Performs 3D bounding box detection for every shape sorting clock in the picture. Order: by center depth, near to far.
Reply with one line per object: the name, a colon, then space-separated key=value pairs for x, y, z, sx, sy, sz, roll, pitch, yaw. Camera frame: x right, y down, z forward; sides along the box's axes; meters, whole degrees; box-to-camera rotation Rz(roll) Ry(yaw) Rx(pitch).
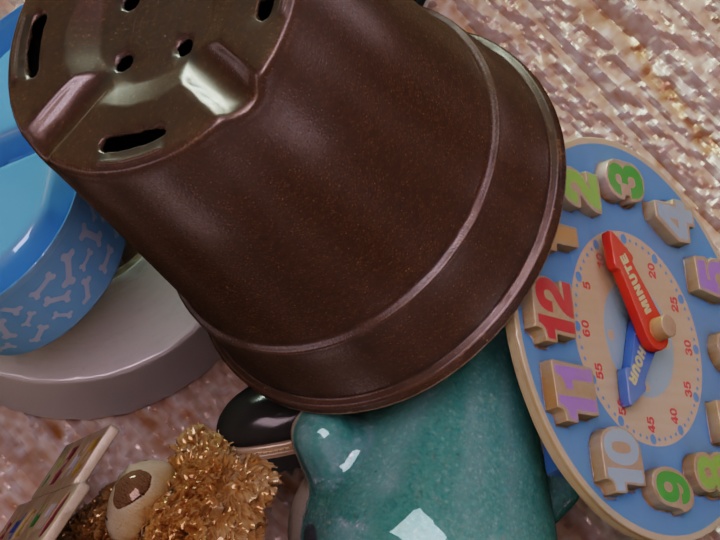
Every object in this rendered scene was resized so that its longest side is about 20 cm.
shape sorting clock: x=0.133 y=0.032 z=1.316 sx=0.039 sy=0.200 sz=0.201 roll=-20 pitch=64 yaw=41

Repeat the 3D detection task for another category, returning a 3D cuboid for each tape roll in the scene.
tape roll: x=-0.144 y=-0.028 z=1.398 sx=0.202 sy=0.071 sz=0.203 roll=-1 pitch=71 yaw=2

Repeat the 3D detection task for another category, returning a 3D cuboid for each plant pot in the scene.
plant pot: x=-0.040 y=-0.067 z=1.220 sx=0.200 sy=0.198 sz=0.201 roll=-16 pitch=56 yaw=25

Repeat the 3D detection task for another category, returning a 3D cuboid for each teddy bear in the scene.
teddy bear: x=-0.110 y=0.123 z=1.282 sx=0.145 sy=0.200 sz=0.067 roll=-30 pitch=96 yaw=-8

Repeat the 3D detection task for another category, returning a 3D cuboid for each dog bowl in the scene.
dog bowl: x=-0.154 y=-0.045 z=1.302 sx=0.111 sy=0.050 sz=0.200 roll=-20 pitch=43 yaw=29

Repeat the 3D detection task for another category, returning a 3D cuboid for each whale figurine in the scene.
whale figurine: x=0.045 y=0.090 z=1.290 sx=0.159 sy=0.104 sz=0.201 roll=15 pitch=90 yaw=-27

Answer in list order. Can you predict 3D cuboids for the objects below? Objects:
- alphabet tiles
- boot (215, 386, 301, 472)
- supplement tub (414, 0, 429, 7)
alphabet tiles: x=-0.171 y=0.146 z=1.277 sx=0.006 sy=0.200 sz=0.167 roll=36 pitch=75 yaw=-8
boot: x=0.000 y=0.000 z=1.343 sx=0.200 sy=0.139 sz=0.077 roll=-30 pitch=29 yaw=-17
supplement tub: x=-0.031 y=-0.178 z=1.375 sx=0.140 sy=0.200 sz=0.141 roll=-1 pitch=71 yaw=2
